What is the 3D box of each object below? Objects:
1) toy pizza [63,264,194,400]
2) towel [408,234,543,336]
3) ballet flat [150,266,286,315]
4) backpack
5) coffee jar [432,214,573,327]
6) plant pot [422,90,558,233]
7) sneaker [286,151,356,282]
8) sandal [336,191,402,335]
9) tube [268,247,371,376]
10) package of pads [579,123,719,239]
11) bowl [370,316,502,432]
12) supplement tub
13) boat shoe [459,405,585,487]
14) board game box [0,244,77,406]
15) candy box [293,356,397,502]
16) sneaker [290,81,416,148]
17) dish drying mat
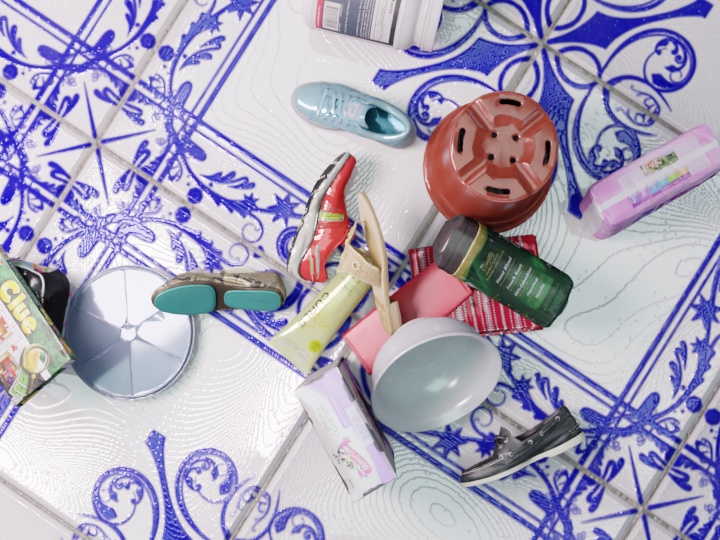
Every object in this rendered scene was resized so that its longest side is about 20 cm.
[{"bbox_3d":[-0.345,0.093,1.460,0.197,0.032,0.204,0,87,1],"label":"toy pizza"},{"bbox_3d":[0.177,0.027,1.459,0.197,0.022,0.147,-7,87,1],"label":"towel"},{"bbox_3d":[-0.209,0.026,1.441,0.197,0.076,0.068,-1,131,-12],"label":"ballet flat"},{"bbox_3d":[-0.524,0.066,1.403,0.197,0.151,0.180,9,90,8],"label":"backpack"},{"bbox_3d":[0.198,-0.003,1.384,0.198,0.104,0.086,29,96,-6],"label":"coffee jar"},{"bbox_3d":[0.190,-0.160,1.377,0.197,0.195,0.204,0,88,1],"label":"plant pot"},{"bbox_3d":[-0.043,-0.077,1.449,0.084,0.077,0.202,22,96,-10],"label":"sneaker"},{"bbox_3d":[0.002,0.001,1.381,0.069,0.078,0.214,-19,110,-12],"label":"sandal"},{"bbox_3d":[-0.044,0.058,1.449,0.200,0.052,0.058,-49,50,2],"label":"tube"},{"bbox_3d":[0.418,-0.125,1.409,0.198,0.121,0.076,-30,83,0],"label":"package of pads"},{"bbox_3d":[0.096,0.133,1.400,0.199,0.202,0.091,-25,46,0],"label":"bowl"},{"bbox_3d":[0.023,-0.403,1.414,0.197,0.140,0.142,14,89,1],"label":"supplement tub"},{"bbox_3d":[0.229,0.255,1.425,0.197,0.075,0.067,-22,86,0],"label":"boat shoe"},{"bbox_3d":[-0.476,0.071,1.313,0.104,0.023,0.201,-39,80,4],"label":"board game box"},{"bbox_3d":[-0.018,0.217,1.367,0.071,0.200,0.169,-28,89,0],"label":"candy box"},{"bbox_3d":[-0.009,-0.238,1.439,0.197,0.082,0.075,15,88,1],"label":"sneaker"},{"bbox_3d":[0.070,0.066,1.447,0.199,0.018,0.077,-39,79,9],"label":"dish drying mat"}]
